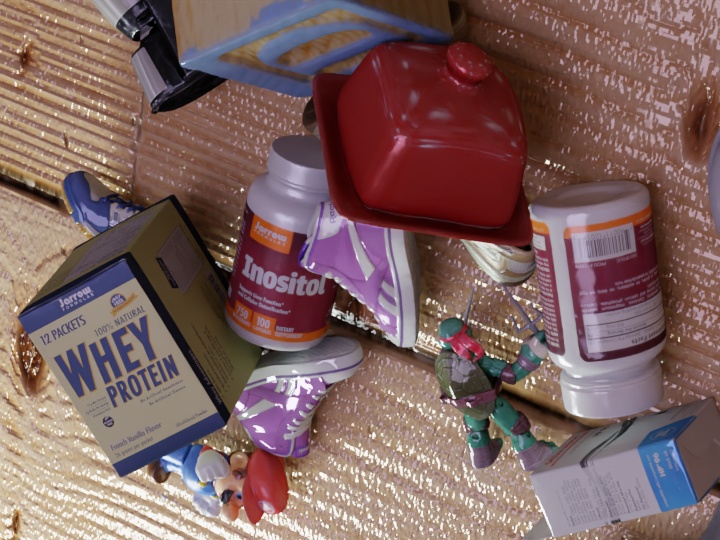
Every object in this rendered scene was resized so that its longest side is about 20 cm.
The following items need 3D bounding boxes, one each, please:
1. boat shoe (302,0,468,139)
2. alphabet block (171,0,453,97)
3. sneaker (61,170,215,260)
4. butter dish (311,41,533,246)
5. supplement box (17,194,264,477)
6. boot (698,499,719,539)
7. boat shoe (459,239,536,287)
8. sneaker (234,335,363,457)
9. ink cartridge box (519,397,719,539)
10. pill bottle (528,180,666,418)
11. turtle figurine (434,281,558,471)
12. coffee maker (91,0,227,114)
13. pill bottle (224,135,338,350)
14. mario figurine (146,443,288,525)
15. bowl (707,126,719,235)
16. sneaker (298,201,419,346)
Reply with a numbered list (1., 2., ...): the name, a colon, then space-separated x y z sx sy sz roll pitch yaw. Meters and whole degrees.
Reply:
1. boat shoe: 0.034 -0.187 1.693 0.199 0.072 0.064 -34 122 27
2. alphabet block: -0.051 -0.293 1.593 0.194 0.196 0.202 -17 75 32
3. sneaker: -0.238 -0.048 1.904 0.200 0.075 0.088 45 116 0
4. butter dish: 0.073 -0.139 1.550 0.148 0.198 0.201 117 153 -42
5. supplement box: -0.218 0.063 1.785 0.133 0.200 0.201 -27 104 18
6. boot: 0.282 0.286 1.653 0.131 0.070 0.202 22 88 20
7. boat shoe: 0.098 -0.075 1.666 0.200 0.072 0.076 41 160 13
8. sneaker: -0.056 0.138 1.853 0.199 0.072 0.115 -16 101 45
9. ink cartridge box: 0.242 0.192 1.655 0.199 0.116 0.068 -20 95 34
10. pill bottle: 0.224 0.026 1.612 0.113 0.114 0.202 -1 106 31
11. turtle figurine: 0.119 0.103 1.705 0.149 0.100 0.202 15 132 52
12. coffee maker: -0.182 -0.288 1.743 0.192 0.134 0.201 -36 87 34
13. pill bottle: -0.069 -0.029 1.773 0.112 0.113 0.202 24 117 23
14. mario figurine: -0.169 0.237 1.924 0.198 0.123 0.107 12 100 32
15. bowl: 0.382 -0.063 1.501 0.199 0.090 0.203 11 112 29
16. sneaker: 0.000 -0.001 1.712 0.113 0.073 0.202 -4 135 8
